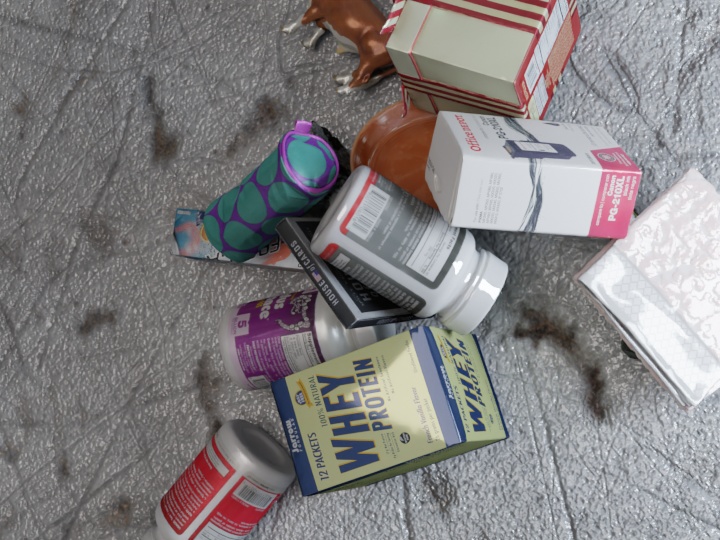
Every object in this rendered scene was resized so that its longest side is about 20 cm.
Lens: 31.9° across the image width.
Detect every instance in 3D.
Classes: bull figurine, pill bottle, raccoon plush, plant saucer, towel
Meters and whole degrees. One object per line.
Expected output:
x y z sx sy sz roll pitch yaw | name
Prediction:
-0.023 -0.316 1.600 0.121 0.065 0.200 -45 68 16 | bull figurine
-0.182 0.292 1.573 0.112 0.112 0.200 44 101 20 | pill bottle
0.055 -0.019 1.400 0.200 0.114 0.114 32 97 -8 | pill bottle
-0.081 -0.099 1.547 0.134 0.200 0.097 -39 109 15 | raccoon plush
0.088 -0.130 1.508 0.200 0.032 0.201 -5 54 6 | plant saucer
-0.063 0.079 1.547 0.199 0.112 0.113 -12 80 20 | pill bottle
0.361 0.020 1.370 0.191 0.032 0.200 -41 89 -8 | towel

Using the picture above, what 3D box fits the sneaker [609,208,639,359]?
0.302 0.008 1.427 0.084 0.074 0.200 -24 76 18 | sneaker

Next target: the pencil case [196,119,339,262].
-0.109 -0.088 1.477 0.200 0.085 0.093 -35 55 47 | pencil case

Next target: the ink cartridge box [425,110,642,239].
0.184 -0.105 1.377 0.199 0.145 0.085 4 115 -10 | ink cartridge box

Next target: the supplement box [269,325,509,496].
0.037 0.162 1.449 0.200 0.200 0.135 -22 77 19 | supplement box

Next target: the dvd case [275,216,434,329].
0.000 0.000 1.483 0.025 0.200 0.150 -44 71 23 | dvd case

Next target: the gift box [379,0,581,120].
0.128 -0.265 1.453 0.186 0.185 0.200 21 74 22 | gift box

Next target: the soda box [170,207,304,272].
-0.139 -0.037 1.612 0.199 0.068 0.064 6 86 21 | soda box
